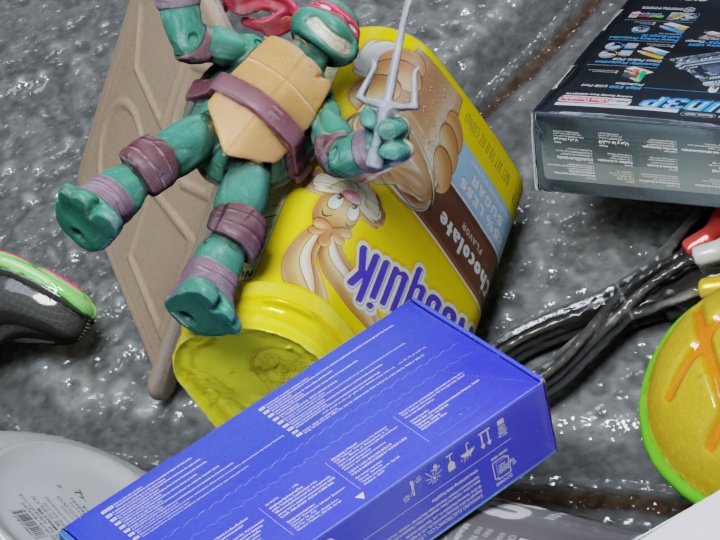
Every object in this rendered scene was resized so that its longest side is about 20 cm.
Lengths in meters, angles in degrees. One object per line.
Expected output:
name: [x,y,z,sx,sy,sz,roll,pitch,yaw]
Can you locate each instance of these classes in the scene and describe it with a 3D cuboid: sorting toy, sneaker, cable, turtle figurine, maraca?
sorting toy: [-0.093,-0.064,1.521,0.036,0.186,0.201,4,40,-23]
sneaker: [-0.227,0.040,1.547,0.199,0.077,0.084,-8,66,18]
cable: [0.142,0.002,1.442,0.199,0.050,0.097,-17,44,5]
turtle figurine: [-0.044,-0.074,1.347,0.149,0.101,0.200,29,66,12]
maraca: [0.220,0.060,1.324,0.199,0.107,0.138,6,61,25]

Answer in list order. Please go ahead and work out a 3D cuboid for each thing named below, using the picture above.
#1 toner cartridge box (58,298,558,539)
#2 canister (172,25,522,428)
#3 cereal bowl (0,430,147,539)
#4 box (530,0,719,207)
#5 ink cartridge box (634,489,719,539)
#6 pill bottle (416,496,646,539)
toner cartridge box: [-0.020,0.094,1.274,0.200,0.043,0.095,-32,39,-24]
canister: [0.000,0.000,1.431,0.086,0.149,0.201,-11,43,35]
cereal bowl: [-0.139,0.139,1.340,0.199,0.084,0.200,18,31,-11]
box: [0.203,-0.085,1.460,0.199,0.046,0.159,6,30,24]
ink cartridge box: [0.199,0.186,1.153,0.084,0.200,0.145,-34,37,37]
pill bottle: [0.081,0.161,1.286,0.199,0.113,0.113,12,56,28]
